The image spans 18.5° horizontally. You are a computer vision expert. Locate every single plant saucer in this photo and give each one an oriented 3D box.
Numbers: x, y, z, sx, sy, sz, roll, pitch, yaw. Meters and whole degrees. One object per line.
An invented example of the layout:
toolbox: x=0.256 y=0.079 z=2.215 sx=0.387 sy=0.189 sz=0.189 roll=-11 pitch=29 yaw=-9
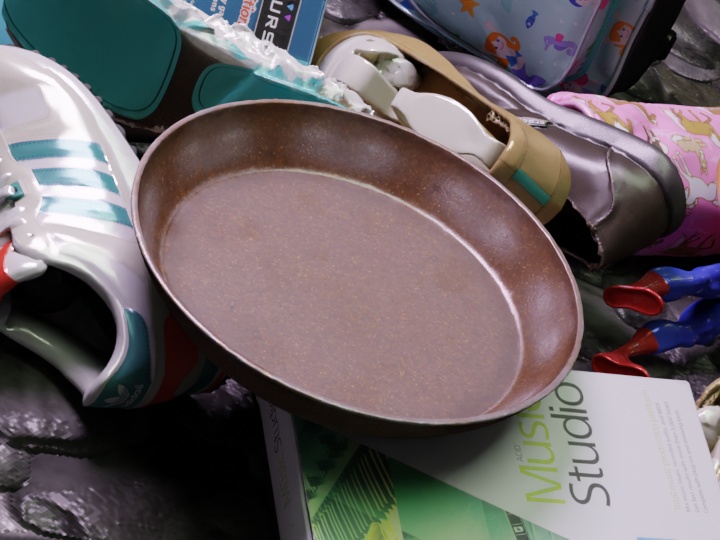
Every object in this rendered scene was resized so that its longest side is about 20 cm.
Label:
plant saucer: x=-0.004 y=0.003 z=0.927 sx=0.198 sy=0.035 sz=0.201 roll=16 pitch=38 yaw=-12

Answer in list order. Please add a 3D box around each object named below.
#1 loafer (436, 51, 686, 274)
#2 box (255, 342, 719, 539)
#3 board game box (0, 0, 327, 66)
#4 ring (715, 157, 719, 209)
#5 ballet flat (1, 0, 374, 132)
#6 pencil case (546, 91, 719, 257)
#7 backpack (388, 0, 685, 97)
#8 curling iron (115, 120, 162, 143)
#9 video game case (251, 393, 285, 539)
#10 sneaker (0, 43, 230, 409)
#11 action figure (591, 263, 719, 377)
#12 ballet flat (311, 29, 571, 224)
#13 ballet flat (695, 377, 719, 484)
loafer: x=0.071 y=-0.057 z=1.154 sx=0.199 sy=0.073 sz=0.071 roll=21 pitch=48 yaw=34
box: x=0.061 y=0.104 z=0.911 sx=0.198 sy=0.036 sz=0.145 roll=5 pitch=49 yaw=-21
board game box: x=-0.112 y=-0.164 z=1.115 sx=0.198 sy=0.152 sz=0.047 roll=15 pitch=4 yaw=-24
ring: x=0.257 y=0.016 z=1.197 sx=0.200 sy=0.019 sz=0.201 roll=41 pitch=30 yaw=-30
ballet flat: x=-0.083 y=-0.096 z=1.073 sx=0.199 sy=0.072 sz=0.072 roll=28 pitch=29 yaw=-7
pencil case: x=0.172 y=-0.055 z=1.257 sx=0.199 sy=0.083 sz=0.087 roll=-2 pitch=42 yaw=-41
backpack: x=0.101 y=-0.209 z=1.343 sx=0.199 sy=0.179 sz=0.150 roll=34 pitch=25 yaw=19
curling iron: x=-0.150 y=-0.069 z=1.062 sx=0.199 sy=0.026 sz=0.050 roll=2 pitch=42 yaw=-37
video game case: x=0.016 y=0.045 z=0.984 sx=0.142 sy=0.019 sz=0.201 roll=10 pitch=46 yaw=-23
sneaker: x=-0.138 y=-0.021 z=0.939 sx=0.200 sy=0.070 sz=0.093 roll=49 pitch=34 yaw=16
action figure: x=0.195 y=0.015 z=1.189 sx=0.051 sy=0.066 sz=0.199 roll=14 pitch=21 yaw=32
ballet flat: x=0.026 y=-0.085 z=1.122 sx=0.199 sy=0.069 sz=0.063 roll=31 pitch=-3 yaw=39
ballet flat: x=0.163 y=0.103 z=1.019 sx=0.070 sy=0.066 sz=0.200 roll=26 pitch=29 yaw=0
